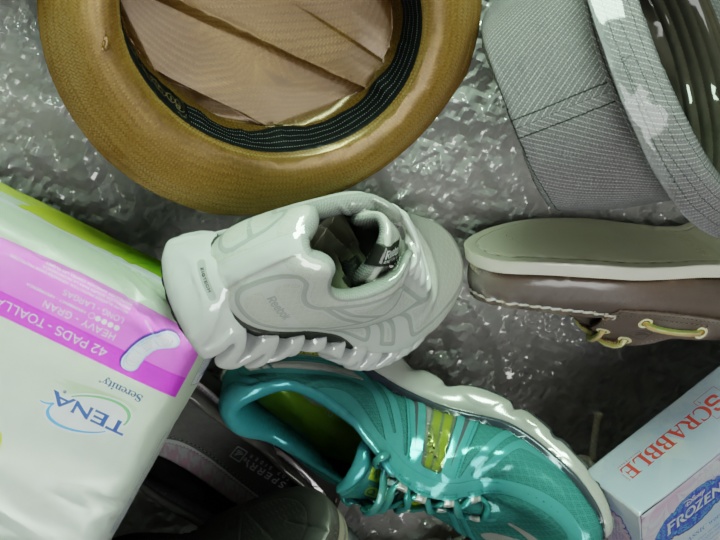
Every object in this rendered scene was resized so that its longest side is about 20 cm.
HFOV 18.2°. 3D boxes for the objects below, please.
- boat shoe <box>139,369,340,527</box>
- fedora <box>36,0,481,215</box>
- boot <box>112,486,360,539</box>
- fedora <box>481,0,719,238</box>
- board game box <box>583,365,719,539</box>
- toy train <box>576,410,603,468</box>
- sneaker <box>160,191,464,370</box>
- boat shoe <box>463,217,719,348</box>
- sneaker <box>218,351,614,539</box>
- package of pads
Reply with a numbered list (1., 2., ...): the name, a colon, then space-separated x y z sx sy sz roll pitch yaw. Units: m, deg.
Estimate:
1. boat shoe: -0.084 0.081 1.079 0.200 0.057 0.067 32 102 -31
2. fedora: -0.048 -0.122 0.970 0.200 0.082 0.201 -9 119 -16
3. boot: -0.050 0.182 1.099 0.200 0.073 0.151 -26 131 30
4. fedora: 0.114 -0.089 1.014 0.090 0.200 0.177 -20 105 23
5. board game box: 0.201 0.123 1.155 0.200 0.041 0.200 -34 139 -25
6. toy train: 0.058 0.157 1.165 0.115 0.085 0.201 0 117 -6
7. sneaker: 0.000 0.000 1.003 0.081 0.075 0.200 -30 168 29
8. boat shoe: 0.141 0.009 1.118 0.199 0.072 0.060 -2 114 -26
9. sneaker: 0.022 0.093 1.062 0.199 0.080 0.078 27 125 8
10. package of pads: -0.179 0.040 0.990 0.199 0.068 0.155 26 105 -13
